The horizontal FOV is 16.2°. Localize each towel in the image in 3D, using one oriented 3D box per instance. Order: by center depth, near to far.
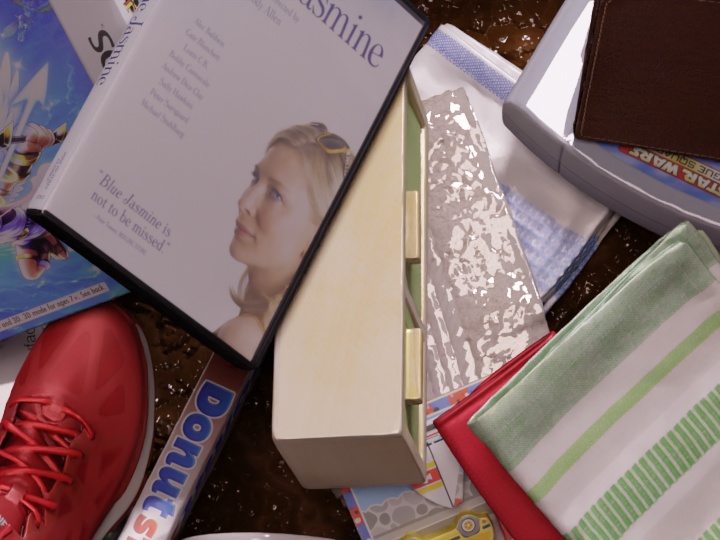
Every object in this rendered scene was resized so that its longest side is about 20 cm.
[{"bbox_3d":[0.170,0.097,1.241,0.153,0.023,0.200,-43,101,-12],"label":"towel"},{"bbox_3d":[0.023,0.014,1.306,0.132,0.034,0.200,-19,73,2],"label":"towel"},{"bbox_3d":[0.043,-0.020,1.342,0.147,0.024,0.200,36,82,15],"label":"towel"}]

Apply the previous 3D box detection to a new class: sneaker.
[{"bbox_3d":[-0.153,0.102,1.199,0.078,0.116,0.201,11,80,7],"label":"sneaker"}]

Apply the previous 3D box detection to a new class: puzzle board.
[{"bbox_3d":[0.101,0.118,1.267,0.200,0.017,0.151,-23,101,0],"label":"puzzle board"}]

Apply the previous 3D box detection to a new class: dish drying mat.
[{"bbox_3d":[0.122,0.132,1.253,0.077,0.018,0.200,-36,98,-2],"label":"dish drying mat"}]

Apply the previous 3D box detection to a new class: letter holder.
[{"bbox_3d":[0.214,-0.126,1.243,0.199,0.142,0.101,9,63,4],"label":"letter holder"}]

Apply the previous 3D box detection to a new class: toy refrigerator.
[{"bbox_3d":[0.000,0.000,1.247,0.070,0.076,0.201,-3,66,10],"label":"toy refrigerator"}]

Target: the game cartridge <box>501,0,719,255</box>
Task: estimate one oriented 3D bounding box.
[{"bbox_3d":[0.183,-0.077,1.317,0.200,0.042,0.133,26,61,11],"label":"game cartridge"}]

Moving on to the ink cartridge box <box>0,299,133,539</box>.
[{"bbox_3d":[-0.224,0.087,1.314,0.199,0.084,0.146,-8,75,3],"label":"ink cartridge box"}]

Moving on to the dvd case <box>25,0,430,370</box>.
[{"bbox_3d":[-0.056,-0.073,1.180,0.018,0.143,0.200,4,63,51],"label":"dvd case"}]

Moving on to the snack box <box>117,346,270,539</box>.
[{"bbox_3d":[-0.094,0.111,1.267,0.024,0.072,0.200,24,60,3],"label":"snack box"}]

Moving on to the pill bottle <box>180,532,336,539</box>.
[{"bbox_3d":[-0.048,0.234,1.238,0.114,0.114,0.201,-1,75,7],"label":"pill bottle"}]

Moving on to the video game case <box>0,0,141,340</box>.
[{"bbox_3d":[-0.179,-0.058,1.204,0.200,0.045,0.182,-21,117,12],"label":"video game case"}]
